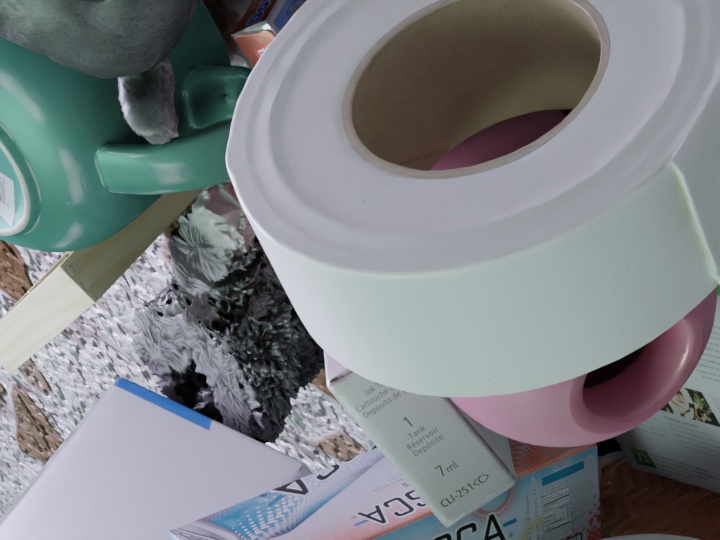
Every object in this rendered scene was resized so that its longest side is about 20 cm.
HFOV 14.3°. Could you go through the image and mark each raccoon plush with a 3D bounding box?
[{"bbox_3d":[-0.028,0.004,1.430,0.097,0.134,0.200,46,149,9],"label":"raccoon plush"}]

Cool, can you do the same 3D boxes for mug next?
[{"bbox_3d":[-0.144,-0.086,1.340,0.185,0.114,0.152,-14,116,54],"label":"mug"}]

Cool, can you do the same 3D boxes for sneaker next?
[{"bbox_3d":[0.184,0.145,1.372,0.200,0.071,0.080,13,143,38],"label":"sneaker"}]

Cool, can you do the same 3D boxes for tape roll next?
[{"bbox_3d":[0.054,-0.049,1.085,0.202,0.202,0.071,22,149,40],"label":"tape roll"}]

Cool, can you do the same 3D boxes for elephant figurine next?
[{"bbox_3d":[-0.089,-0.176,1.189,0.155,0.142,0.200,20,142,-35],"label":"elephant figurine"}]

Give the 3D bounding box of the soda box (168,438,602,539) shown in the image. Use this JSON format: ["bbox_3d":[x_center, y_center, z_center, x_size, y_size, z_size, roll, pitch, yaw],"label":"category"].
[{"bbox_3d":[0.015,0.125,1.331,0.068,0.200,0.064,32,135,51],"label":"soda box"}]

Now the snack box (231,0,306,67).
[{"bbox_3d":[0.019,-0.054,1.298,0.024,0.072,0.200,-18,120,37],"label":"snack box"}]

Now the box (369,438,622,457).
[{"bbox_3d":[0.095,0.171,1.516,0.197,0.117,0.200,36,155,15],"label":"box"}]

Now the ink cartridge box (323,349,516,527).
[{"bbox_3d":[0.000,0.000,1.323,0.176,0.045,0.200,52,-168,-21],"label":"ink cartridge box"}]

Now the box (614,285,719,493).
[{"bbox_3d":[0.144,0.028,1.292,0.144,0.036,0.200,15,146,48],"label":"box"}]

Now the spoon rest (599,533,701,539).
[{"bbox_3d":[0.095,0.172,1.346,0.099,0.061,0.200,9,141,-29],"label":"spoon rest"}]

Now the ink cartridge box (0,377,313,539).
[{"bbox_3d":[-0.073,0.184,1.449,0.147,0.145,0.200,21,156,42],"label":"ink cartridge box"}]

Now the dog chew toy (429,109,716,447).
[{"bbox_3d":[0.056,-0.017,1.189,0.200,0.125,0.125,46,164,39],"label":"dog chew toy"}]

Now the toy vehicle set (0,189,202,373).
[{"bbox_3d":[-0.137,-0.013,1.555,0.027,0.124,0.200,44,158,-5],"label":"toy vehicle set"}]
